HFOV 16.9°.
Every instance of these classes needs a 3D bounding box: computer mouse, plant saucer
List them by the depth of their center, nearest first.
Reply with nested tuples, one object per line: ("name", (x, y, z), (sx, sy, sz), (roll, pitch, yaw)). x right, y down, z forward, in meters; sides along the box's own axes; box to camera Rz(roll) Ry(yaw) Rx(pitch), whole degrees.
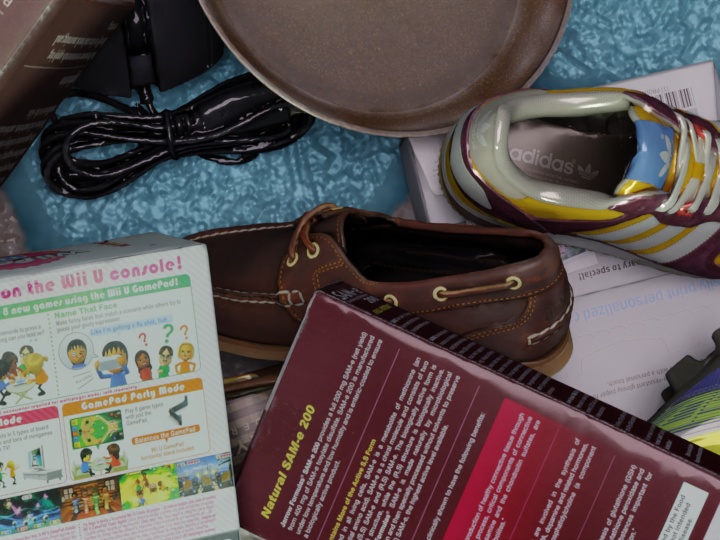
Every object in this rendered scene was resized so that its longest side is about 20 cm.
("plant saucer", (0.005, -0.154, 1.144), (0.199, 0.032, 0.202), (6, 71, -19))
("computer mouse", (-0.104, -0.144, 1.146), (0.138, 0.053, 0.201), (-14, 84, -5))

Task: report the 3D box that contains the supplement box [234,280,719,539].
("supplement box", (0.054, 0.095, 1.026), (0.199, 0.061, 0.109), (25, 98, 7))

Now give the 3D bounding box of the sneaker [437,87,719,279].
("sneaker", (0.138, -0.040, 1.088), (0.199, 0.090, 0.076), (4, 82, -11))

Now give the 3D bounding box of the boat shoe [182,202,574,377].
("boat shoe", (0.000, 0.000, 1.098), (0.199, 0.071, 0.071), (4, 45, 18))

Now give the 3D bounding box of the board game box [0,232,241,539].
("board game box", (-0.129, 0.095, 0.991), (0.147, 0.064, 0.201), (-9, 100, -26))

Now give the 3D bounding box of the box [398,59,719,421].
("box", (0.116, 0.016, 1.150), (0.155, 0.041, 0.201), (-14, 83, -5))

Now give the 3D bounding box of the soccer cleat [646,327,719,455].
("soccer cleat", (0.133, 0.110, 1.084), (0.200, 0.065, 0.084), (-43, 73, -8))

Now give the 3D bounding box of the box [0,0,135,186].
("box", (-0.230, -0.091, 1.054), (0.164, 0.166, 0.200), (38, 96, 1))

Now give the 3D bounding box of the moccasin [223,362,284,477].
("moccasin", (-0.081, 0.092, 1.107), (0.200, 0.078, 0.074), (-15, 87, -6))
